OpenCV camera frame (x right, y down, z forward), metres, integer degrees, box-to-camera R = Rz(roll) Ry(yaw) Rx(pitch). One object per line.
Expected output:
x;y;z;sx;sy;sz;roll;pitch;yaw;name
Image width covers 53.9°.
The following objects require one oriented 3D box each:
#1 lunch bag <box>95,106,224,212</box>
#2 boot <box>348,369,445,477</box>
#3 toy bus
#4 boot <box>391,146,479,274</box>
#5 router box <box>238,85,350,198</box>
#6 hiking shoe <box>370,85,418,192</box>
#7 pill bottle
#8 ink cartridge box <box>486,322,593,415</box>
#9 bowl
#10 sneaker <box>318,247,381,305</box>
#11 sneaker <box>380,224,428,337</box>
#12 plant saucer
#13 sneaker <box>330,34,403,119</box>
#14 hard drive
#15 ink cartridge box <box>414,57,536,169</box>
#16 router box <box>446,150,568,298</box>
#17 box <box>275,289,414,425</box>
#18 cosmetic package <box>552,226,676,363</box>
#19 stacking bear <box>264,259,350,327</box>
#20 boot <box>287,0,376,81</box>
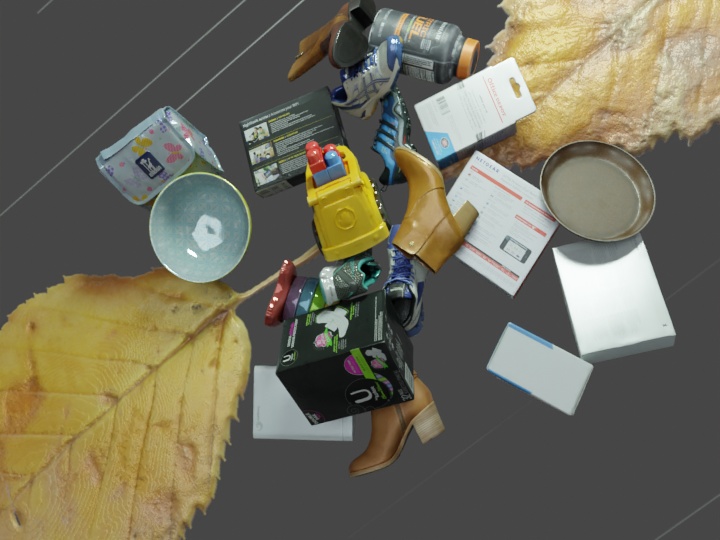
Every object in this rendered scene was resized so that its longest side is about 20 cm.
-0.384;-0.207;1.353;0.168;0.200;0.129;-34;68;6;lunch bag
0.036;0.260;1.257;0.197;0.077;0.158;-32;78;6;boot
-0.042;-0.147;1.236;0.133;0.202;0.195;-22;121;7;toy bus
0.097;-0.105;1.232;0.201;0.071;0.144;42;80;8;boot
-0.127;-0.248;1.375;0.195;0.051;0.153;-18;77;11;router box
0.053;-0.257;1.320;0.084;0.074;0.206;-14;80;11;hiking shoe
0.119;-0.409;1.308;0.195;0.106;0.109;18;87;15;pill bottle
0.287;0.161;1.146;0.142;0.200;0.085;26;87;15;ink cartridge box
-0.293;-0.083;1.360;0.194;0.108;0.207;0;94;5;bowl
0.000;0.000;1.246;0.089;0.201;0.079;-8;113;22;sneaker
0.080;0.016;1.259;0.078;0.115;0.206;-1;83;12;sneaker
0.401;-0.131;1.209;0.194;0.032;0.205;0;61;0;plant saucer
0.009;-0.349;1.279;0.086;0.200;0.077;13;57;-20;sneaker
-0.106;0.246;1.322;0.194;0.027;0.136;-2;82;14;hard drive
0.210;-0.284;1.289;0.196;0.067;0.119;-24;78;10;ink cartridge box
0.240;-0.082;1.265;0.198;0.049;0.182;35;92;15;router box
-0.022;0.150;1.197;0.195;0.150;0.126;-16;37;16;box
0.414;0.041;1.173;0.147;0.052;0.205;-14;59;14;cosmetic package
-0.061;0.076;1.291;0.195;0.114;0.125;18;79;4;stacking bear
-0.073;-0.405;1.303;0.197;0.068;0.193;-19;48;40;boot
